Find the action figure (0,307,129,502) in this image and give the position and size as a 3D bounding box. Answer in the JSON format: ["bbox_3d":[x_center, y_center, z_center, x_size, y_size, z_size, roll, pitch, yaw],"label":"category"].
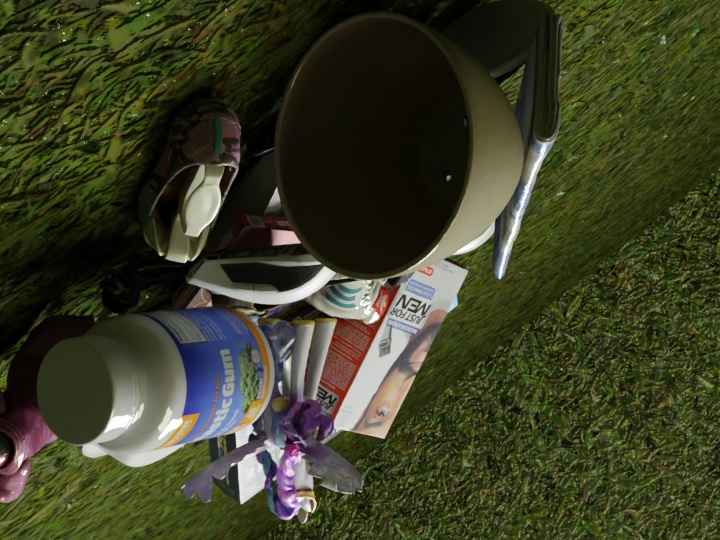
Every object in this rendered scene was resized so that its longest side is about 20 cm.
[{"bbox_3d":[-0.272,0.128,1.147,0.147,0.136,0.200,-10,-160,15],"label":"action figure"}]

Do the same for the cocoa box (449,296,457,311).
[{"bbox_3d":[0.001,0.036,1.631,0.199,0.132,0.133,-36,167,-3],"label":"cocoa box"}]

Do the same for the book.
[{"bbox_3d":[-0.042,-0.081,1.310,0.199,0.048,0.134,-25,161,-46],"label":"book"}]

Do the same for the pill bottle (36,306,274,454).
[{"bbox_3d":[-0.167,0.090,1.141,0.112,0.113,0.199,-43,162,25],"label":"pill bottle"}]

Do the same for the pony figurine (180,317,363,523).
[{"bbox_3d":[-0.067,0.146,1.297,0.164,0.203,0.193,2,179,10],"label":"pony figurine"}]

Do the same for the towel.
[{"bbox_3d":[0.144,-0.106,1.205,0.201,0.023,0.148,100,-1,-55],"label":"towel"}]

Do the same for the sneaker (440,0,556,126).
[{"bbox_3d":[0.097,-0.170,1.271,0.199,0.071,0.099,-32,152,7],"label":"sneaker"}]

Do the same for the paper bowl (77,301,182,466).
[{"bbox_3d":[-0.211,0.126,1.450,0.200,0.105,0.201,-36,168,-9],"label":"paper bowl"}]

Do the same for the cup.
[{"bbox_3d":[0.050,-0.095,1.100,0.142,0.202,0.200,-2,145,-49],"label":"cup"}]

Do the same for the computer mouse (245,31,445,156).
[{"bbox_3d":[-0.013,-0.155,1.179,0.198,0.034,0.059,-29,-177,-11],"label":"computer mouse"}]

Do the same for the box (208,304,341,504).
[{"bbox_3d":[-0.073,0.128,1.458,0.199,0.051,0.159,-34,140,-34],"label":"box"}]

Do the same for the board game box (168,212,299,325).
[{"bbox_3d":[-0.120,0.025,1.283,0.102,0.020,0.200,4,135,-43],"label":"board game box"}]

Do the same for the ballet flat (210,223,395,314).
[{"bbox_3d":[-0.046,0.010,1.203,0.198,0.047,0.067,-20,175,26],"label":"ballet flat"}]

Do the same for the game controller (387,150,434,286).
[{"bbox_3d":[0.032,-0.054,1.279,0.042,0.105,0.200,-25,170,-14],"label":"game controller"}]

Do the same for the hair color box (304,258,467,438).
[{"bbox_3d":[0.022,0.066,1.434,0.110,0.064,0.202,20,99,-56],"label":"hair color box"}]

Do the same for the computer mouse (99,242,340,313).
[{"bbox_3d":[-0.106,0.008,1.138,0.197,0.045,0.110,-3,-171,8],"label":"computer mouse"}]

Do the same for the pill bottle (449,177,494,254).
[{"bbox_3d":[0.086,-0.075,1.399,0.111,0.112,0.200,-37,-174,2],"label":"pill bottle"}]

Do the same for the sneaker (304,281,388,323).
[{"bbox_3d":[0.000,0.000,1.305,0.071,0.093,0.199,-60,-166,-24],"label":"sneaker"}]

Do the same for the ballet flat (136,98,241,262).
[{"bbox_3d":[-0.136,-0.052,1.087,0.068,0.072,0.200,6,149,-18],"label":"ballet flat"}]

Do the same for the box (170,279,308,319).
[{"bbox_3d":[-0.097,0.014,1.431,0.064,0.070,0.199,-47,164,34],"label":"box"}]
